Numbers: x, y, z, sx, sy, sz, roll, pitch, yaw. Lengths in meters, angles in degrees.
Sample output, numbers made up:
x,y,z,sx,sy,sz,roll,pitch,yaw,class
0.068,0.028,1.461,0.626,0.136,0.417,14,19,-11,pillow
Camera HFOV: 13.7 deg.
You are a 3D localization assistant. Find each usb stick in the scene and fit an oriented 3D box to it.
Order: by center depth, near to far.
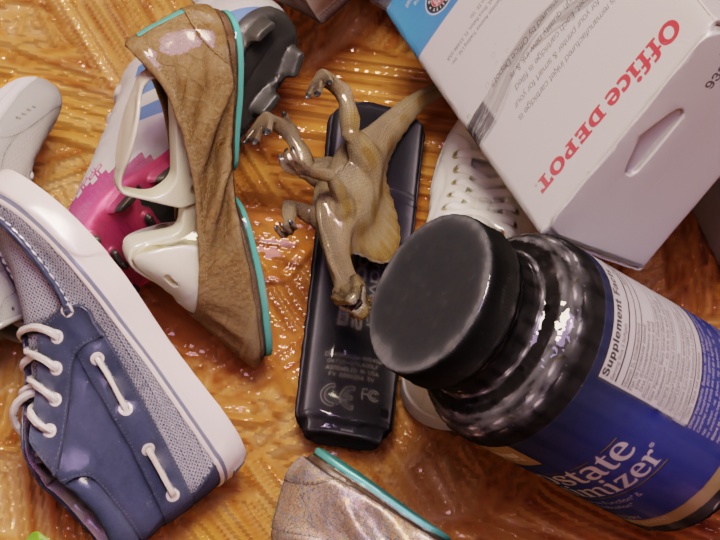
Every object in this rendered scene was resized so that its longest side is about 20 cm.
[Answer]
x,y,z,sx,sy,sz,roll,pitch,yaw,class
0.000,0.000,1.623,0.055,0.033,0.201,11,64,-10,usb stick

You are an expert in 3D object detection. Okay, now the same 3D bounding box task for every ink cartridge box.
x,y,z,sx,sy,sz,roll,pitch,yaw,class
0.120,-0.122,1.570,0.084,0.145,0.200,19,28,-41,ink cartridge box

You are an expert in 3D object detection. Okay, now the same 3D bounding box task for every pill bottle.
x,y,z,sx,sy,sz,roll,pitch,yaw,class
0.104,0.049,1.512,0.200,0.112,0.112,28,59,-35,pill bottle

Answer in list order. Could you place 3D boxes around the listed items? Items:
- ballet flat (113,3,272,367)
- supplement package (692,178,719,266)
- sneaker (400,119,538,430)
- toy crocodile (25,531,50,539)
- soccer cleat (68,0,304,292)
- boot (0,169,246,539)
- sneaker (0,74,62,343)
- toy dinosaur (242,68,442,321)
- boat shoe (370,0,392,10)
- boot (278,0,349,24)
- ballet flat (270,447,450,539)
x,y,z,sx,sy,sz,roll,pitch,yaw,class
-0.091,-0.040,1.565,0.072,0.201,0.068,-12,24,-16,ballet flat
0.278,-0.090,1.636,0.199,0.121,0.120,-20,68,-12,supplement package
0.069,-0.019,1.608,0.073,0.085,0.201,10,63,2,sneaker
-0.183,0.225,1.493,0.067,0.062,0.201,34,58,-32,toy crocodile
-0.111,-0.069,1.635,0.086,0.070,0.200,24,72,44,soccer cleat
-0.150,0.050,1.538,0.090,0.073,0.200,-41,97,-20,boot
-0.198,-0.008,1.597,0.092,0.076,0.200,28,73,-1,sneaker
-0.007,-0.054,1.597,0.101,0.058,0.200,46,41,-25,toy dinosaur
-0.014,-0.209,1.708,0.200,0.074,0.067,39,42,11,boat shoe
-0.012,-0.255,1.642,0.200,0.064,0.187,-37,79,-2,boot
0.040,0.167,1.540,0.200,0.068,0.067,30,86,15,ballet flat
